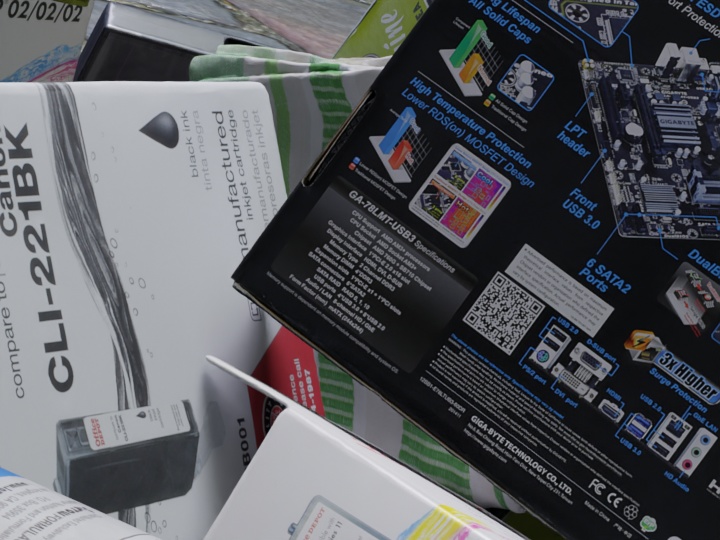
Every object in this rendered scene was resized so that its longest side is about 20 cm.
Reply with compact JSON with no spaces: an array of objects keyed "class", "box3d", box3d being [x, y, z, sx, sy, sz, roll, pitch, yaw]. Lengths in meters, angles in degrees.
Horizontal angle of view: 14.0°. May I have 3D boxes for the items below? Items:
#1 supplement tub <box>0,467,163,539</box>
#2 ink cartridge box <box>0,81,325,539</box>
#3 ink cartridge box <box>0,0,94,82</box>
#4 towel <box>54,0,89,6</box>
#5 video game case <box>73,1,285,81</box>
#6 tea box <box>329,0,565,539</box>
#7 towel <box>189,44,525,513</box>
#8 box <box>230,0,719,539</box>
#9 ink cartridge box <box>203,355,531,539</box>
[{"class":"supplement tub","box3d":[-0.036,0.127,0.588,0.200,0.132,0.132,23,14,15]},{"class":"ink cartridge box","box3d":[-0.100,0.021,0.864,0.084,0.145,0.200,-12,-3,31]},{"class":"ink cartridge box","box3d":[-0.169,-0.101,1.170,0.068,0.200,0.115,24,14,30]},{"class":"towel","box3d":[-0.195,-0.134,1.039,0.200,0.018,0.086,14,15,-22]},{"class":"video game case","box3d":[-0.040,-0.046,1.304,0.200,0.143,0.019,14,53,-18]},{"class":"tea box","box3d":[0.082,-0.010,1.022,0.133,0.197,0.200,9,45,-38]},{"class":"towel","box3d":[0.000,0.000,0.987,0.023,0.153,0.200,-3,5,-35]},{"class":"box","box3d":[0.098,-0.017,0.857,0.200,0.199,0.050,36,0,15]},{"class":"ink cartridge box","box3d":[0.030,0.106,0.841,0.200,0.067,0.117,31,-1,42]}]
